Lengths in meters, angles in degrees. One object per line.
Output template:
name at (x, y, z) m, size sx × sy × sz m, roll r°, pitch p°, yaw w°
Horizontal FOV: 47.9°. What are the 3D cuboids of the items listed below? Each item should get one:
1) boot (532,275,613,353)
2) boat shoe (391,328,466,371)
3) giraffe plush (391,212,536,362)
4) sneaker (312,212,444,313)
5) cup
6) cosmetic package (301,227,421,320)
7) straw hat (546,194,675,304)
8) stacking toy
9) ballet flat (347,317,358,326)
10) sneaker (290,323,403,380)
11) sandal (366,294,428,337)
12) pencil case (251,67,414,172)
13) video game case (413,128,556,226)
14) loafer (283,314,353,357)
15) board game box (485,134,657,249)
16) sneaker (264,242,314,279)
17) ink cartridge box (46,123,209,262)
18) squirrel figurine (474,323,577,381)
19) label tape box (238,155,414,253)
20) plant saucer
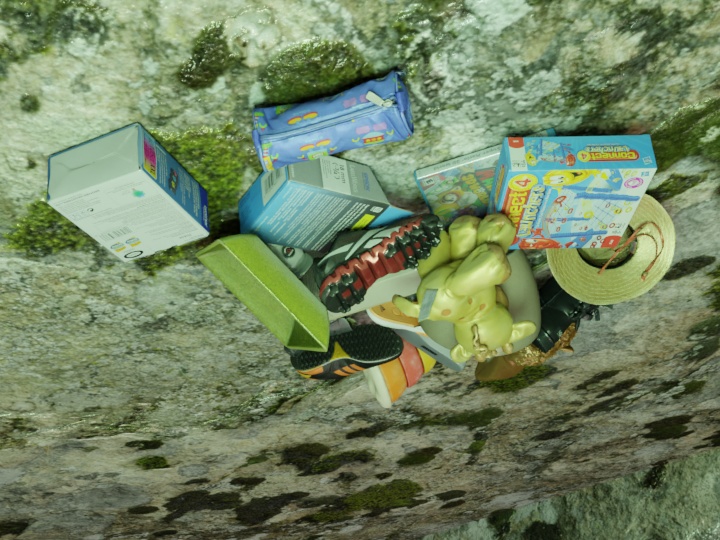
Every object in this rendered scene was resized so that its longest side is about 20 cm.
boot at (0.319, 0.035, 1.393) m, size 0.162 × 0.198 × 0.074 m, roll -40°, pitch 139°, yaw -7°
boat shoe at (0.129, 0.109, 1.506) m, size 0.199 × 0.068 × 0.073 m, roll 34°, pitch 158°, yaw -16°
giraffe plush at (0.161, 0.042, 1.130) m, size 0.172 × 0.201 × 0.162 m, roll -4°, pitch 136°, yaw 48°
sneaker at (0.017, -0.029, 1.110) m, size 0.199 × 0.098 × 0.071 m, roll -33°, pitch 138°, yaw -6°
cup at (0.192, 0.016, 1.275) m, size 0.198 × 0.201 × 0.145 m, roll -5°, pitch 123°, yaw -8°
cosmetic package at (0.000, 0.000, 1.249) m, size 0.198 × 0.104 × 0.073 m, roll -17°, pitch 149°, yaw 17°
straw hat at (0.385, -0.046, 1.286) m, size 0.199 × 0.203 × 0.085 m, roll -11°, pitch -167°, yaw 3°
stacking toy at (0.100, 0.164, 1.571) m, size 0.198 × 0.147 × 0.147 m, roll -23°, pitch 152°, yaw -7°
ballet flat at (-0.044, 0.097, 1.440) m, size 0.066 × 0.067 × 0.200 m, roll -6°, pitch 153°, yaw 31°
sneaker at (-0.019, 0.149, 1.423) m, size 0.198 × 0.071 × 0.090 m, roll -10°, pitch 151°, yaw 6°
sandal at (0.108, 0.071, 1.428) m, size 0.205 × 0.080 × 0.059 m, roll 8°, pitch 139°, yaw -30°
pencil case at (-0.033, -0.174, 0.955) m, size 0.198 × 0.079 × 0.087 m, roll -13°, pitch 180°, yaw 7°
video game case at (0.189, -0.128, 1.164) m, size 0.198 × 0.018 × 0.143 m, roll -16°, pitch 149°, yaw 12°
loafer at (-0.041, 0.075, 1.324) m, size 0.200 × 0.070 × 0.068 m, roll -43°, pitch 168°, yaw 3°
board game box at (0.284, -0.104, 1.134) m, size 0.193 × 0.056 × 0.201 m, roll -2°, pitch 150°, yaw 0°
sneaker at (-0.148, -0.011, 1.233) m, size 0.088 × 0.074 × 0.200 m, roll 41°, pitch 147°, yaw -13°
ink cartridge box at (-0.285, -0.086, 1.044) m, size 0.135 × 0.077 × 0.200 m, roll -16°, pitch 149°, yaw 13°
squirrel figurine at (0.326, 0.125, 1.496) m, size 0.185 × 0.143 × 0.200 m, roll -4°, pitch 176°, yaw -23°
label tape box at (-0.049, -0.088, 1.121) m, size 0.198 × 0.064 × 0.144 m, roll 11°, pitch 146°, yaw -33°
plant saucer at (-0.127, 0.024, 1.112) m, size 0.200 × 0.048 × 0.200 m, roll 47°, pitch 163°, yaw -12°
